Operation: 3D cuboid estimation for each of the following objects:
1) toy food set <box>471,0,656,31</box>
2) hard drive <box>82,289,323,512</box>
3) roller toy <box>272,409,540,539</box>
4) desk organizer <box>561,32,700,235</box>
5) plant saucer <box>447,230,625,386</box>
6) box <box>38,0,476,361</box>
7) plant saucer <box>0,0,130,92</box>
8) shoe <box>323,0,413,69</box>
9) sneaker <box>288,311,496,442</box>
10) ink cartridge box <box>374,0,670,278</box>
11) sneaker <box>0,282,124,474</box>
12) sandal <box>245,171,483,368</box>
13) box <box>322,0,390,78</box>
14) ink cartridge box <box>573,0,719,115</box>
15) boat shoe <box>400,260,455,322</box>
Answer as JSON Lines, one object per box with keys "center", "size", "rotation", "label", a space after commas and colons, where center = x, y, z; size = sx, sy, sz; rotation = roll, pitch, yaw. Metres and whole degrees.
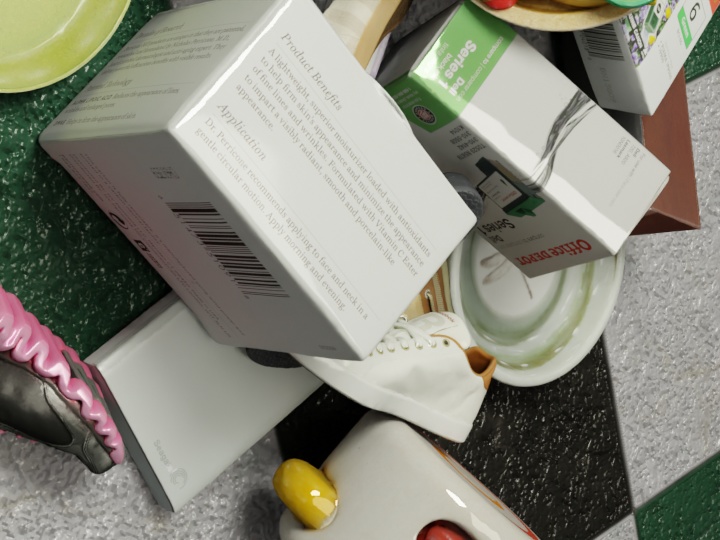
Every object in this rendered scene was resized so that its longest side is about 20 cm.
{"center": [0.140, -0.260, 1.179], "size": [0.049, 0.196, 0.202], "rotation": [63, 36, -75], "label": "toy food set"}
{"center": [-0.093, 0.060, 1.249], "size": [0.200, 0.026, 0.133], "rotation": [-40, 121, -28], "label": "hard drive"}
{"center": [0.036, 0.206, 1.270], "size": [0.140, 0.182, 0.200], "rotation": [-49, 151, 0], "label": "roller toy"}
{"center": [0.218, -0.125, 1.400], "size": [0.077, 0.071, 0.202], "rotation": [17, 64, -44], "label": "desk organizer"}
{"center": [0.132, -0.009, 1.409], "size": [0.199, 0.050, 0.202], "rotation": [-8, 103, -38], "label": "plant saucer"}
{"center": [-0.068, -0.060, 1.119], "size": [0.131, 0.199, 0.199], "rotation": [-49, 115, -22], "label": "box"}
{"center": [-0.228, -0.213, 1.084], "size": [0.199, 0.031, 0.202], "rotation": [-8, 103, -39], "label": "plant saucer"}
{"center": [0.003, -0.187, 1.195], "size": [0.053, 0.070, 0.201], "rotation": [26, 53, 2], "label": "shoe"}
{"center": [0.022, 0.055, 1.230], "size": [0.199, 0.073, 0.085], "rotation": [25, 97, -47], "label": "sneaker"}
{"center": [0.105, -0.092, 1.264], "size": [0.200, 0.146, 0.085], "rotation": [40, 72, -11], "label": "ink cartridge box"}
{"center": [-0.233, 0.075, 1.117], "size": [0.095, 0.079, 0.200], "rotation": [-41, 123, -1], "label": "sneaker"}
{"center": [0.001, 0.000, 1.235], "size": [0.200, 0.043, 0.076], "rotation": [-38, 143, 5], "label": "sandal"}
{"center": [0.018, -0.242, 1.278], "size": [0.039, 0.041, 0.202], "rotation": [23, 82, -40], "label": "box"}
{"center": [0.227, -0.225, 1.282], "size": [0.201, 0.050, 0.109], "rotation": [-55, 140, -25], "label": "ink cartridge box"}
{"center": [0.030, 0.026, 1.299], "size": [0.201, 0.075, 0.074], "rotation": [65, 32, -27], "label": "boat shoe"}
